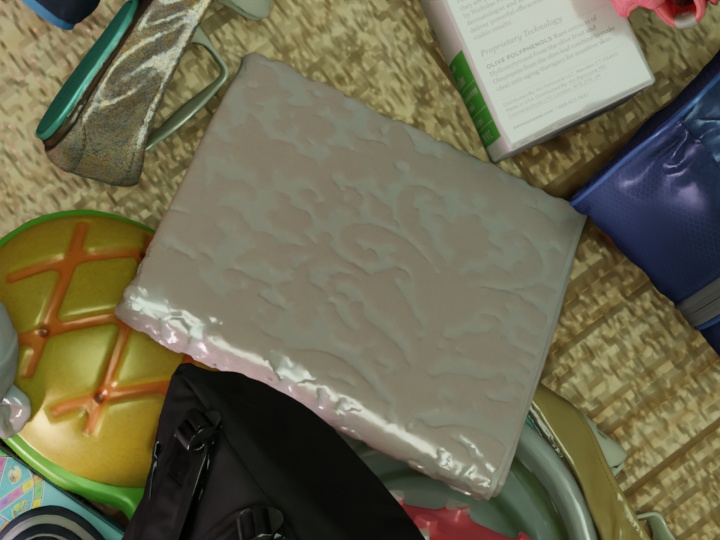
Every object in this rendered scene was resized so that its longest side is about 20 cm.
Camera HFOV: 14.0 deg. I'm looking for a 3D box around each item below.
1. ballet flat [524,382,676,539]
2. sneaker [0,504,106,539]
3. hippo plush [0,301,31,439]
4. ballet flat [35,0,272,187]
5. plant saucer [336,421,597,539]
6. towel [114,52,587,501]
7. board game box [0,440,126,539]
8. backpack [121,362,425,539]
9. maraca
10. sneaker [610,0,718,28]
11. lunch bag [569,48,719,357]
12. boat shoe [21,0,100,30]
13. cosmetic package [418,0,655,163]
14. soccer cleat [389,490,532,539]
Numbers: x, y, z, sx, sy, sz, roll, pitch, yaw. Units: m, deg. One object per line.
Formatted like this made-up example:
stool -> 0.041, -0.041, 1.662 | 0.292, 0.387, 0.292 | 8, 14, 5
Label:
ballet flat -> 0.117, 0.124, 1.476 | 0.063, 0.069, 0.201 | -29, 93, -33
sneaker -> -0.147, 0.209, 1.401 | 0.070, 0.109, 0.201 | 0, 118, -6
hippo plush -> -0.234, 0.073, 1.358 | 0.160, 0.200, 0.160 | -7, 115, 1
ballet flat -> -0.086, -0.129, 1.466 | 0.067, 0.068, 0.201 | 32, 93, -16
plant saucer -> 0.024, 0.155, 1.449 | 0.199, 0.050, 0.201 | -2, 83, 15
towel -> 0.000, 0.000, 1.426 | 0.199, 0.032, 0.191 | 26, 47, -4
board game box -> -0.202, 0.160, 1.449 | 0.200, 0.047, 0.151 | 35, 86, -2
backpack -> -0.050, 0.168, 1.270 | 0.153, 0.163, 0.201 | 15, 113, -43
maraca -> -0.108, 0.058, 1.424 | 0.137, 0.107, 0.200 | -38, 83, -23
sneaker -> 0.151, -0.160, 1.426 | 0.073, 0.200, 0.087 | -13, 91, 29
lunch bag -> 0.219, -0.056, 1.429 | 0.132, 0.136, 0.200 | 48, 61, -1
boat shoe -> -0.188, -0.211, 1.444 | 0.069, 0.084, 0.200 | -38, 93, 7
cosmetic package -> 0.065, -0.163, 1.451 | 0.085, 0.108, 0.201 | -25, 88, -2
soccer cleat -> 0.000, 0.144, 1.382 | 0.199, 0.067, 0.077 | 15, 109, -11
